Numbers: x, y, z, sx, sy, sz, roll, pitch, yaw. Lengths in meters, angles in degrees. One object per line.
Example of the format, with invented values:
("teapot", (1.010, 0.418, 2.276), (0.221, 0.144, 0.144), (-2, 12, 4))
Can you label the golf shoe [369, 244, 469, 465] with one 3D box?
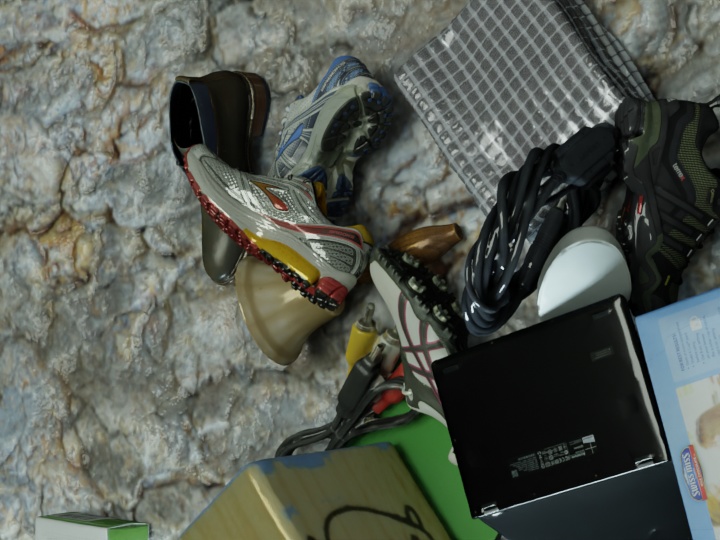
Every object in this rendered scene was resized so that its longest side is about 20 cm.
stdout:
("golf shoe", (0.058, 0.070, 1.699), (0.088, 0.077, 0.200), (-42, 73, 21))

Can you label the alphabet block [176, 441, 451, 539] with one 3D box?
("alphabet block", (-0.037, 0.286, 1.710), (0.197, 0.195, 0.200), (-49, 62, 32))

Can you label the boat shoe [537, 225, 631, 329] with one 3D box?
("boat shoe", (0.169, 0.024, 1.580), (0.070, 0.201, 0.064), (-1, 51, 0))

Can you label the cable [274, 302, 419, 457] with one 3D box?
("cable", (-0.001, 0.127, 1.796), (0.097, 0.050, 0.200), (41, 126, 15))

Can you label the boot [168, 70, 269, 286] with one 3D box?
("boot", (-0.144, -0.087, 1.874), (0.074, 0.097, 0.201), (5, 91, 39))

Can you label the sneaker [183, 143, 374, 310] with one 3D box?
("sneaker", (-0.072, -0.050, 1.756), (0.200, 0.078, 0.082), (37, 79, 19))

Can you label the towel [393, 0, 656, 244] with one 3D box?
("towel", (0.134, -0.143, 1.661), (0.166, 0.085, 0.200), (-48, 61, 26))

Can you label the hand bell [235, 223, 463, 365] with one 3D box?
("hand bell", (0.000, 0.000, 1.780), (0.199, 0.104, 0.105), (-23, 74, 23))

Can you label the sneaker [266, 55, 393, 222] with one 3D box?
("sneaker", (-0.039, -0.108, 1.816), (0.200, 0.077, 0.085), (-51, 40, 31))

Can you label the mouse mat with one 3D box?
("mouse mat", (0.053, 0.174, 1.765), (0.200, 0.008, 0.161), (39, 111, 32))

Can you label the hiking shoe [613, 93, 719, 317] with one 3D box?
("hiking shoe", (0.249, -0.037, 1.567), (0.100, 0.076, 0.201), (-5, 113, 0))

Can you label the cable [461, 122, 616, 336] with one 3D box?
("cable", (0.123, -0.025, 1.533), (0.051, 0.200, 0.164), (34, 133, 13))

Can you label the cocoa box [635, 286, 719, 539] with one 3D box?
("cocoa box", (0.306, 0.109, 1.481), (0.133, 0.131, 0.201), (-22, 75, 33))

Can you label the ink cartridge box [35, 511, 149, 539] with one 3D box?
("ink cartridge box", (-0.266, 0.342, 1.981), (0.103, 0.059, 0.201), (2, 90, 39))

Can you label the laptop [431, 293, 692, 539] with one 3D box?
("laptop", (0.182, 0.138, 1.583), (0.187, 0.116, 0.201), (-22, 79, 36))
